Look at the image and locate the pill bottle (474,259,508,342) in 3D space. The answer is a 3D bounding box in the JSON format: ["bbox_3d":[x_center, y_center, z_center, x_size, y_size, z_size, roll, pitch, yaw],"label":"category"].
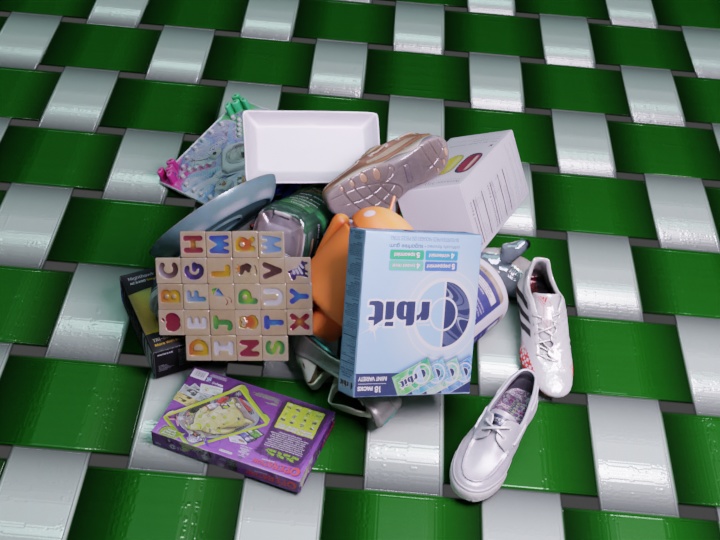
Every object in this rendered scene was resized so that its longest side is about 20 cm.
[{"bbox_3d":[0.097,0.070,1.503,0.111,0.112,0.200,33,49,27],"label":"pill bottle"}]

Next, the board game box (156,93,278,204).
[{"bbox_3d":[-0.189,-0.182,1.742,0.199,0.026,0.200,25,64,36],"label":"board game box"}]

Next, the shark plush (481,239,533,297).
[{"bbox_3d":[0.171,0.009,1.614,0.199,0.091,0.084,-1,73,-13],"label":"shark plush"}]

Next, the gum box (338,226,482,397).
[{"bbox_3d":[0.062,0.051,1.384,0.169,0.202,0.044,2,6,-29],"label":"gum box"}]

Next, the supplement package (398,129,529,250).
[{"bbox_3d":[0.154,-0.114,1.666,0.113,0.110,0.200,-5,26,33],"label":"supplement package"}]

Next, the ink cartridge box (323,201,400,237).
[{"bbox_3d":[0.009,-0.059,1.630,0.067,0.117,0.200,16,44,12],"label":"ink cartridge box"}]

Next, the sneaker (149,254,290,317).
[{"bbox_3d":[-0.180,0.000,1.474,0.199,0.079,0.080,-12,40,5],"label":"sneaker"}]

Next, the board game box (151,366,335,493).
[{"bbox_3d":[-0.144,0.196,1.405,0.199,0.032,0.120,17,40,13],"label":"board game box"}]

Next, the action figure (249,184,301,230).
[{"bbox_3d":[-0.097,-0.118,1.734,0.200,0.099,0.065,-44,61,-14],"label":"action figure"}]

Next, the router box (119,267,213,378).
[{"bbox_3d":[-0.210,0.050,1.537,0.199,0.052,0.157,-16,46,-21],"label":"router box"}]

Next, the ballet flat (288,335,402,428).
[{"bbox_3d":[-0.036,0.136,1.458,0.199,0.067,0.064,31,78,29],"label":"ballet flat"}]

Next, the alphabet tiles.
[{"bbox_3d":[-0.159,0.033,1.425,0.198,0.168,0.006,0,11,5],"label":"alphabet tiles"}]

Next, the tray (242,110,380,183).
[{"bbox_3d":[-0.069,-0.174,1.609,0.199,0.022,0.108,-1,77,-14],"label":"tray"}]

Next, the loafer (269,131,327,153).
[{"bbox_3d":[-0.058,-0.173,1.662,0.199,0.071,0.073,-14,85,-19],"label":"loafer"}]

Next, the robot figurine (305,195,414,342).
[{"bbox_3d":[-0.001,-0.001,1.463,0.117,0.200,0.144,41,8,-18],"label":"robot figurine"}]

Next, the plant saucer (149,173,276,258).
[{"bbox_3d":[-0.193,-0.065,1.526,0.200,0.200,0.028,-30,86,-32],"label":"plant saucer"}]

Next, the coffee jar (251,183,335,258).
[{"bbox_3d":[-0.079,-0.065,1.604,0.085,0.105,0.200,19,25,14],"label":"coffee jar"}]

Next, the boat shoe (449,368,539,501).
[{"bbox_3d":[0.173,0.199,1.401,0.072,0.069,0.200,27,47,23],"label":"boat shoe"}]

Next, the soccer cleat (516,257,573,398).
[{"bbox_3d":[0.248,0.075,1.518,0.068,0.085,0.201,1,54,-5],"label":"soccer cleat"}]

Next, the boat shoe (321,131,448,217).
[{"bbox_3d":[0.029,-0.136,1.580,0.199,0.076,0.072,-26,35,-22],"label":"boat shoe"}]
